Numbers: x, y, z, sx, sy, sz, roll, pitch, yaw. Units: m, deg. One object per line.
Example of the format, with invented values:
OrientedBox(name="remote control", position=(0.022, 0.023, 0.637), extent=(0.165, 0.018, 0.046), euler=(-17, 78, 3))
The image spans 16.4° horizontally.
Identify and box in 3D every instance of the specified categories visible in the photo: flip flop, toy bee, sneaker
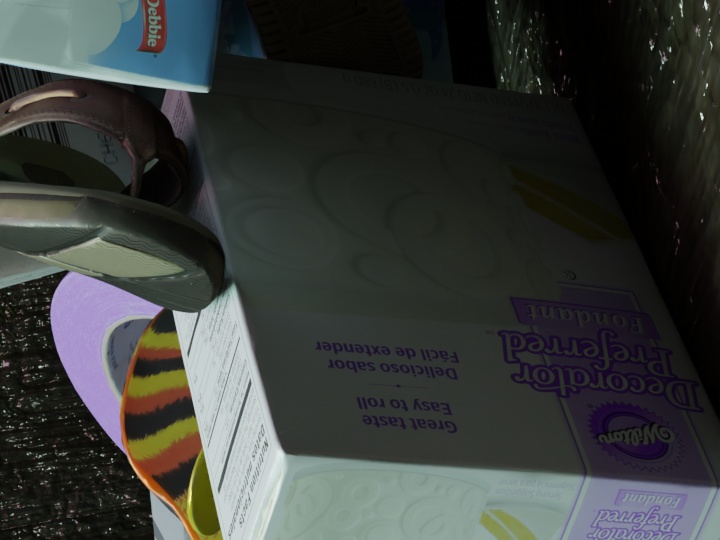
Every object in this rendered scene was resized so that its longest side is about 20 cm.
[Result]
OrientedBox(name="flip flop", position=(-0.086, -0.031, 0.776), extent=(0.200, 0.081, 0.058), euler=(-142, 73, -75))
OrientedBox(name="toy bee", position=(-0.019, 0.095, 0.787), extent=(0.200, 0.109, 0.131), euler=(31, 165, 49))
OrientedBox(name="sneaker", position=(-0.025, -0.139, 0.824), extent=(0.200, 0.071, 0.113), euler=(85, 165, -61))

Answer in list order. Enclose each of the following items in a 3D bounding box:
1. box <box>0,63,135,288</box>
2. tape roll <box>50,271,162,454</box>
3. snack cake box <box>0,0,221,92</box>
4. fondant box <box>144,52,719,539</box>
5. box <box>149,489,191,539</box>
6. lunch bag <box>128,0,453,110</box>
OrientedBox(name="box", position=(-0.195, -0.080, 0.915), extent=(0.199, 0.130, 0.201), euler=(-17, -88, -62))
OrientedBox(name="tape roll", position=(-0.051, 0.051, 1.196), extent=(0.200, 0.066, 0.201), euler=(28, 147, 20))
OrientedBox(name="snack cake box", position=(-0.086, -0.119, 0.777), extent=(0.200, 0.067, 0.116), euler=(-153, 71, -77))
OrientedBox(name="fondant box", position=(0.019, 0.015, 0.774), extent=(0.200, 0.144, 0.058), euler=(-107, 29, -49))
OrientedBox(name="box", position=(-0.009, 0.120, 1.069), extent=(0.200, 0.155, 0.041), euler=(89, 155, -49))
OrientedBox(name="lunch bag", position=(-0.063, -0.118, 1.032), extent=(0.199, 0.127, 0.171), euler=(-15, 74, 42))
